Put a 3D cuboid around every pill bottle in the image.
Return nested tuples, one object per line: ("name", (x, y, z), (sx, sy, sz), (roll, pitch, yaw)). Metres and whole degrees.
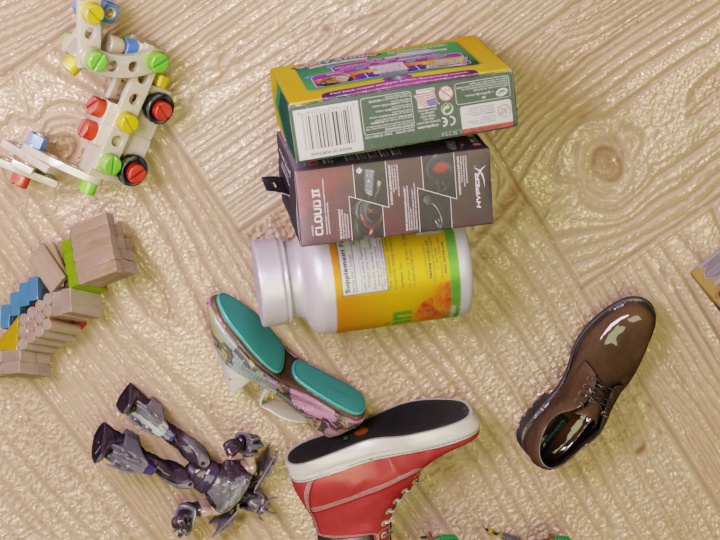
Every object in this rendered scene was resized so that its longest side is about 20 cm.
("pill bottle", (0.000, 0.000, 1.715), (0.198, 0.111, 0.112), (-8, 110, -6))

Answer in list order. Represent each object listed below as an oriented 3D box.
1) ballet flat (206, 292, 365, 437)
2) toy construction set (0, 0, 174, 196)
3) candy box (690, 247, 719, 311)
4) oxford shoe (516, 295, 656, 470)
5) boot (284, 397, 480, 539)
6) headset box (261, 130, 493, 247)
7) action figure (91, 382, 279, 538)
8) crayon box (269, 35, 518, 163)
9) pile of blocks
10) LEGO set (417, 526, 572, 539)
("ballet flat", (-0.085, 0.103, 1.768), (0.200, 0.069, 0.071), (37, 119, -19))
("toy construction set", (-0.243, -0.145, 1.637), (0.131, 0.092, 0.201), (18, 115, -40))
("candy box", (0.399, 0.059, 1.752), (0.056, 0.200, 0.117), (-40, 110, 5))
("oxford shoe", (0.237, 0.118, 1.810), (0.072, 0.084, 0.201), (29, 101, -15))
("boot", (0.039, 0.217, 1.821), (0.199, 0.073, 0.145), (-19, 111, 6))
("headset box", (0.009, -0.085, 1.668), (0.198, 0.149, 0.076), (-7, 109, -6))
("action figure", (-0.165, 0.196, 1.781), (0.199, 0.069, 0.131), (32, 96, -21))
("crayon box", (0.026, -0.157, 1.633), (0.198, 0.173, 0.059), (-10, 107, -5))
("pile of blocks", (-0.281, 0.027, 1.717), (0.200, 0.082, 0.062), (-45, 153, 17))
("LEGO set", (0.127, 0.341, 1.867), (0.198, 0.116, 0.155), (-4, 77, -25))
